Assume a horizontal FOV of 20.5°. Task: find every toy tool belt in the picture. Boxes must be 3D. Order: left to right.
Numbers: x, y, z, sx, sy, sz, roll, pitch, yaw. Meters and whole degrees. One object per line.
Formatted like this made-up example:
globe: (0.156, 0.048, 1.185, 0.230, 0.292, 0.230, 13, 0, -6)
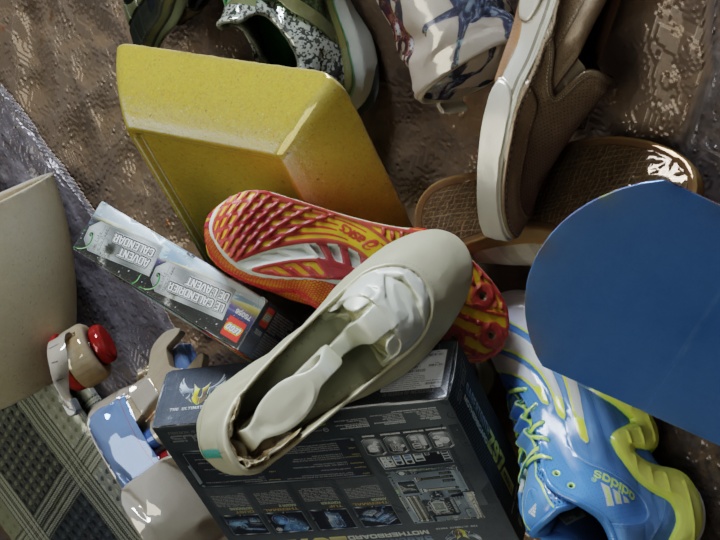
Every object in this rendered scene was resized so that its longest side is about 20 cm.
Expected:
toy tool belt: (-0.130, 0.107, 1.466, 0.123, 0.125, 0.201, -31, 87, 8)

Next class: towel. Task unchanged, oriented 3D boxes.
towel: (-0.243, 0.174, 1.639, 0.200, 0.034, 0.193, 50, 135, 13)

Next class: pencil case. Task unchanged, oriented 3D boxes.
pencil case: (0.027, -0.196, 1.217, 0.201, 0.078, 0.089, 62, 155, 6)

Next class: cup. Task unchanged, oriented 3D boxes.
cup: (-0.296, 0.032, 1.521, 0.200, 0.200, 0.144, -17, 101, 44)

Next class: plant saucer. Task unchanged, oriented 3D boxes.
plant saucer: (-0.064, -0.050, 1.311, 0.199, 0.049, 0.200, 13, 143, 39)

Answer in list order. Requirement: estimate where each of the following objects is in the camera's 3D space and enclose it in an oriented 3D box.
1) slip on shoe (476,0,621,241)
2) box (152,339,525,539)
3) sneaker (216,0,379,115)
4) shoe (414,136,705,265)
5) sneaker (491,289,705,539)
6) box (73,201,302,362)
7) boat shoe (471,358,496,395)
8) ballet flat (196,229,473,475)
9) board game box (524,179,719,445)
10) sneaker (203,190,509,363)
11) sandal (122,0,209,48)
slip on shoe: (0.116, -0.112, 1.157, 0.060, 0.076, 0.201, 15, 94, 16)
box: (-0.010, 0.119, 1.259, 0.199, 0.051, 0.158, -7, 136, 22)
sneaker: (-0.060, -0.186, 1.292, 0.077, 0.088, 0.201, -30, 84, 44)
shoe: (0.126, -0.038, 1.212, 0.199, 0.053, 0.070, -4, 71, 39)
sneaker: (0.125, 0.101, 1.220, 0.200, 0.105, 0.076, 51, 132, 15)
box: (-0.091, 0.027, 1.326, 0.137, 0.200, 0.040, 29, 85, 23)
boat shoe: (0.028, 0.122, 1.343, 0.072, 0.065, 0.200, 42, 130, 21)
ballet flat: (-0.010, 0.048, 1.158, 0.070, 0.200, 0.069, 48, 173, 8)
board game box: (0.197, 0.018, 1.145, 0.199, 0.039, 0.158, 24, 130, -2)
sneaker: (0.000, 0.000, 1.233, 0.199, 0.073, 0.077, 25, 171, -5)
sandal: (-0.124, -0.195, 1.342, 0.201, 0.057, 0.080, 158, 99, -69)
